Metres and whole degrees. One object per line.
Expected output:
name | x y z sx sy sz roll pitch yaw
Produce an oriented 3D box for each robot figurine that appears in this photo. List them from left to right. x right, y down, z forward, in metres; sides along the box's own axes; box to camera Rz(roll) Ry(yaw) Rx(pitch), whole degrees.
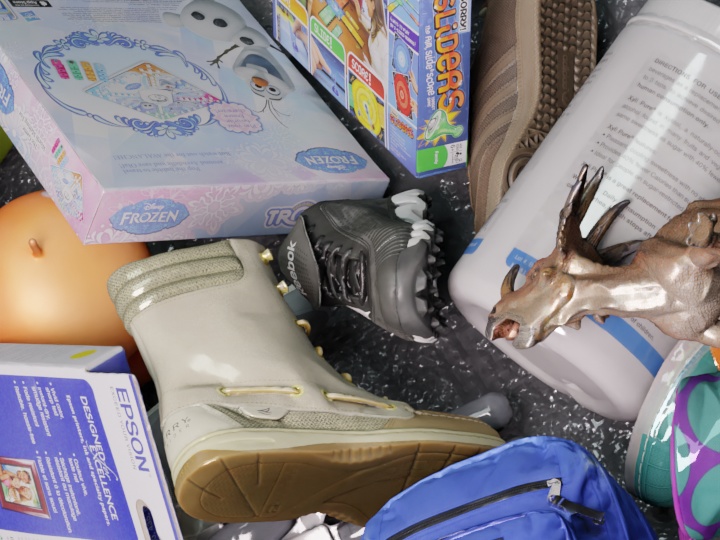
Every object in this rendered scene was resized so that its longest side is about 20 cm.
robot figurine | -0.187 0.020 1.552 0.116 0.200 0.144 -31 91 -30

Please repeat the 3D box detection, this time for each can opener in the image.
can opener | -0.004 0.130 1.447 0.200 0.067 0.053 -27 87 11

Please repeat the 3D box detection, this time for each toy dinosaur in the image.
toy dinosaur | 0.170 -0.008 1.321 0.135 0.199 0.086 26 119 56

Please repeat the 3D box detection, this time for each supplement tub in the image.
supplement tub | 0.151 -0.033 1.425 0.132 0.132 0.200 31 80 36

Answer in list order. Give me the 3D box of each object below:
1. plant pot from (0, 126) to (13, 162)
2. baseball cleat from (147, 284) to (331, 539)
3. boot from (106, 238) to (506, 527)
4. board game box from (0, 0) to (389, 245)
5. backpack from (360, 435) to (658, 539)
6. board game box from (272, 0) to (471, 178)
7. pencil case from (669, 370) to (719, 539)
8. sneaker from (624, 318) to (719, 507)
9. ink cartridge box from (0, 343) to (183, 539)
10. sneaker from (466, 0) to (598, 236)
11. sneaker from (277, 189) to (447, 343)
plant pot | -0.288 -0.206 1.716 0.199 0.200 0.182 28 71 36
baseball cleat | -0.076 0.097 1.521 0.200 0.070 0.107 -42 66 6
boot | -0.026 0.057 1.394 0.072 0.199 0.155 -59 41 36
board game box | -0.115 -0.094 1.568 0.199 0.199 0.043 51 130 38
backpack | 0.087 0.182 1.317 0.162 0.168 0.201 -18 55 9
board game box | 0.003 -0.159 1.546 0.034 0.136 0.200 -14 35 -22
pencil case | 0.252 0.087 1.307 0.199 0.093 0.085 -4 29 10
sneaker | 0.217 0.049 1.381 0.080 0.071 0.200 36 89 31
ink cartridge box | -0.136 0.135 1.417 0.047 0.198 0.200 -26 17 -39
sneaker | 0.091 -0.076 1.533 0.075 0.070 0.201 -17 56 52
sneaker | 0.000 0.000 1.456 0.090 0.200 0.067 -4 102 0
